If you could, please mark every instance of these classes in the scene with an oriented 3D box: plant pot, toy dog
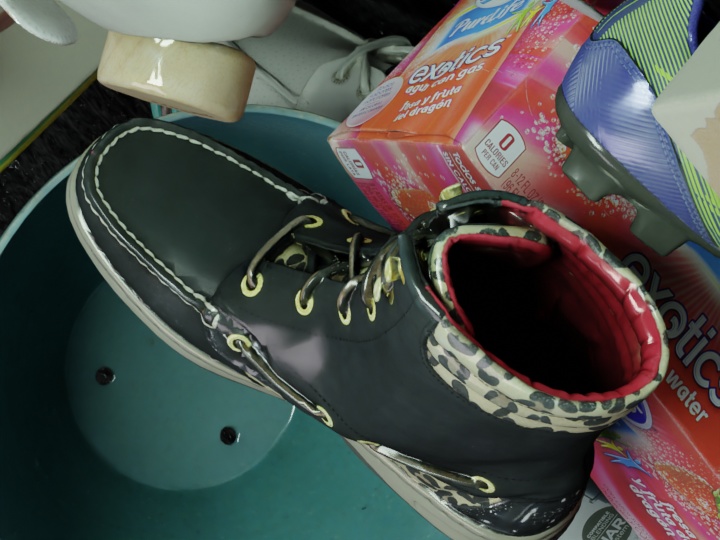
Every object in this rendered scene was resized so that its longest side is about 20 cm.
[{"bbox_3d":[-0.055,0.041,1.052,0.200,0.200,0.135,46,172,-10],"label":"plant pot"},{"bbox_3d":[-0.077,-0.105,0.854,0.096,0.199,0.133,7,102,47],"label":"toy dog"}]

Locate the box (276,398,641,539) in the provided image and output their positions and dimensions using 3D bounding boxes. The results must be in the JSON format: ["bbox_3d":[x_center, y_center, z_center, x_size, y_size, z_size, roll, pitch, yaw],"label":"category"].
[{"bbox_3d":[0.077,0.060,1.114,0.199,0.117,0.060,27,158,37],"label":"box"}]

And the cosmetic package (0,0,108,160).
[{"bbox_3d":[-0.115,-0.128,0.959,0.103,0.200,0.087,27,155,38],"label":"cosmetic package"}]

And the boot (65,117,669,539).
[{"bbox_3d":[0.002,-0.001,0.892,0.203,0.074,0.154,38,159,4],"label":"boot"}]

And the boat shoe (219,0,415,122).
[{"bbox_3d":[0.011,-0.058,1.076,0.200,0.071,0.070,40,145,11],"label":"boat shoe"}]

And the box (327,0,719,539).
[{"bbox_3d":[0.097,-0.003,0.954,0.200,0.100,0.095,51,160,-21],"label":"box"}]

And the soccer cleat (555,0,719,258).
[{"bbox_3d":[0.151,-0.018,0.870,0.200,0.084,0.065,33,-160,-17],"label":"soccer cleat"}]

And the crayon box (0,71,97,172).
[{"bbox_3d":[-0.138,-0.086,1.096,0.058,0.200,0.172,47,161,-11],"label":"crayon box"}]

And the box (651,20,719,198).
[{"bbox_3d":[0.173,-0.044,0.743,0.095,0.078,0.200,47,161,-15],"label":"box"}]

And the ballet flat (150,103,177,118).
[{"bbox_3d":[-0.051,-0.052,1.214,0.070,0.067,0.201,44,166,46],"label":"ballet flat"}]

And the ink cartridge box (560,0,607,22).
[{"bbox_3d":[0.010,-0.146,0.810,0.116,0.068,0.200,33,-176,29],"label":"ink cartridge box"}]
